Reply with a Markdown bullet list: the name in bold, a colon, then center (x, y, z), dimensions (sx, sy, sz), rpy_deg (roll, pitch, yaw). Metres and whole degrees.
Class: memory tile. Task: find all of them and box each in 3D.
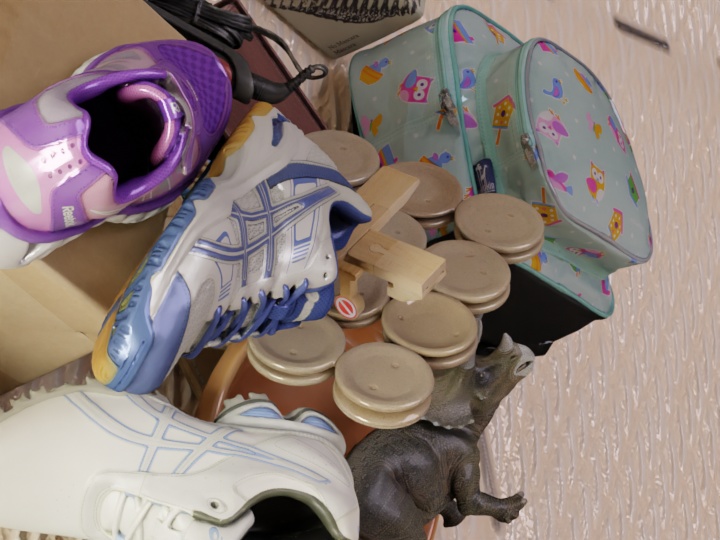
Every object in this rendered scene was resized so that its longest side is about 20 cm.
- **memory tile**: center (0.000, 0.000, 1.242), dimensions (0.200, 0.153, 0.017), rpy_deg (-51, 156, -48)

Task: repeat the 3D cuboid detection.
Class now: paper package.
- **paper package**: center (-0.185, -0.072, 1.150), dimensions (0.191, 0.103, 0.200), rpy_deg (42, 41, -32)

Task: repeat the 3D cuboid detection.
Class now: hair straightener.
- **hair straightener**: center (-0.109, -0.145, 1.269), dimensions (0.200, 0.041, 0.077), rpy_deg (20, 44, -1)

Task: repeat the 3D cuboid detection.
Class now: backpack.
- **backpack**: center (0.082, -0.066, 1.478), dimensions (0.176, 0.153, 0.200), rpy_deg (23, 41, -52)

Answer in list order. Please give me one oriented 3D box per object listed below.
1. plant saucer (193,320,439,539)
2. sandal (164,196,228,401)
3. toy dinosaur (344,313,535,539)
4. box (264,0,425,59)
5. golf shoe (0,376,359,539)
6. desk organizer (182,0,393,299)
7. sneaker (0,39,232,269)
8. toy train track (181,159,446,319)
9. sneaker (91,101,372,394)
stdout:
- **plant saucer**: center (-0.028, 0.108, 1.271), dimensions (0.200, 0.037, 0.201), rpy_deg (-4, 95, -49)
- **sandal**: center (-0.068, 0.012, 1.293), dimensions (0.212, 0.070, 0.078), rpy_deg (57, 34, -14)
- **toy dinosaur**: center (0.021, 0.120, 1.261), dimensions (0.200, 0.077, 0.102), rpy_deg (-47, 112, -17)
- **box**: center (-0.048, -0.219, 1.451), dimensions (0.200, 0.082, 0.069), rpy_deg (37, 45, -36)
- **golf shoe**: center (-0.092, 0.105, 1.119), dimensions (0.199, 0.078, 0.097), rpy_deg (0, 30, -20)
- **desk organizer**: center (-0.055, -0.045, 1.346), dimensions (0.200, 0.072, 0.077), rpy_deg (55, 37, -18)
- **sneaker**: center (-0.104, -0.064, 1.085), dimensions (0.081, 0.088, 0.200), rpy_deg (61, 33, -5)
- **toy train track**: center (-0.045, -0.022, 1.227), dimensions (0.115, 0.200, 0.033), rpy_deg (-44, 145, -37)
- **sneaker**: center (-0.052, -0.001, 1.108), dimensions (0.088, 0.075, 0.200), rpy_deg (38, 43, -5)
